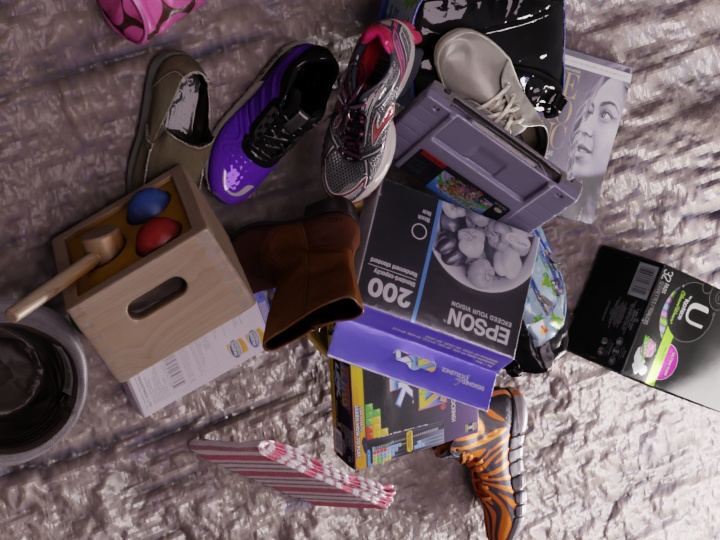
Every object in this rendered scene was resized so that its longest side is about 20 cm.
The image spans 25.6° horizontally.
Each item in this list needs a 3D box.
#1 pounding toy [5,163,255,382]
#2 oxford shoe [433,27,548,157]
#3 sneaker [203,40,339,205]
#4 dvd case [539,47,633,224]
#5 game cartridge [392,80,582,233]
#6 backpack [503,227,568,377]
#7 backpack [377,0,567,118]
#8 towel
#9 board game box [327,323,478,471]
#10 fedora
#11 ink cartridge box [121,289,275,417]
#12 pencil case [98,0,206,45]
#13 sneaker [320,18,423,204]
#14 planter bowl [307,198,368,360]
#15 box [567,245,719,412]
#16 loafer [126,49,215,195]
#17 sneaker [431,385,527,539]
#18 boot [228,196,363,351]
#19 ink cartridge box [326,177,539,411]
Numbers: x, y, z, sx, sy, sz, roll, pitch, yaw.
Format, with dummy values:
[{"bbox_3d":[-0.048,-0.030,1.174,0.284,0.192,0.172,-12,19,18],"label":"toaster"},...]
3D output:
[{"bbox_3d":[-0.231,0.002,1.550,0.200,0.184,0.142,-30,121,0],"label":"pounding toy"},{"bbox_3d":[0.144,-0.177,1.675,0.075,0.058,0.200,-35,127,5],"label":"oxford shoe"},{"bbox_3d":[-0.090,-0.157,1.673,0.070,0.099,0.200,35,83,-30],"label":"sneaker"},{"bbox_3d":[0.253,-0.164,1.920,0.148,0.016,0.201,9,97,-39],"label":"dvd case"},{"bbox_3d":[0.123,-0.111,1.702,0.200,0.130,0.038,34,53,-12],"label":"game cartridge"},{"bbox_3d":[0.154,0.005,1.842,0.154,0.163,0.200,-48,115,-22],"label":"backpack"},{"bbox_3d":[0.113,-0.256,1.741,0.200,0.147,0.183,-11,114,-28],"label":"backpack"},{"bbox_3d":[-0.076,0.221,1.757,0.200,0.146,0.030,29,68,-33],"label":"towel"},{"bbox_3d":[0.048,0.104,1.757,0.165,0.057,0.201,-14,115,-24],"label":"board game box"},{"bbox_3d":[-0.371,0.104,1.575,0.200,0.090,0.177,15,97,-41],"label":"fedora"},{"bbox_3d":[-0.176,0.059,1.713,0.200,0.042,0.120,-28,115,-20],"label":"ink cartridge box"},{"bbox_3d":[-0.175,-0.317,1.591,0.200,0.091,0.094,-44,155,-17],"label":"pencil case"},{"bbox_3d":[-0.002,-0.166,1.640,0.075,0.080,0.200,-18,127,-66],"label":"sneaker"},{"bbox_3d":[0.000,0.000,1.774,0.200,0.083,0.201,-11,114,-28],"label":"planter bowl"},{"bbox_3d":[0.386,0.075,2.007,0.200,0.124,0.149,22,91,-34],"label":"box"},{"bbox_3d":[-0.193,-0.125,1.637,0.075,0.070,0.201,-3,104,-31],"label":"loafer"},{"bbox_3d":[0.140,0.241,1.939,0.112,0.078,0.201,-2,93,-27],"label":"sneaker"},{"bbox_3d":[-0.080,0.024,1.596,0.188,0.200,0.069,-19,122,12],"label":"boot"},{"bbox_3d":[0.080,0.026,1.685,0.198,0.043,0.200,19,72,-18],"label":"ink cartridge box"}]
